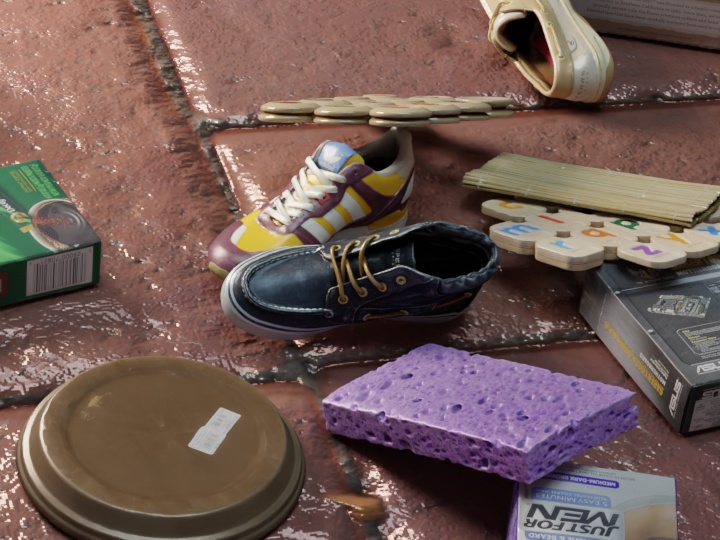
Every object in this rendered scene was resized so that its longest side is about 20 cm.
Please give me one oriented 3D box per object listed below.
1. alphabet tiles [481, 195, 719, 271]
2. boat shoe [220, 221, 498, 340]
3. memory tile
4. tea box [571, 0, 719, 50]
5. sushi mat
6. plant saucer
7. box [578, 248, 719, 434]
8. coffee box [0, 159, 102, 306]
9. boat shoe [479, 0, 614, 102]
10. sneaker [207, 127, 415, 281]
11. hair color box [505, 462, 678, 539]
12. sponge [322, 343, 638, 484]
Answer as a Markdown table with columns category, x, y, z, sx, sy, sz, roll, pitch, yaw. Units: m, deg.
| category | x | y | z | sx | sy | sz | roll | pitch | yaw |
| --- | --- | --- | --- | --- | --- | --- | --- | --- | --- |
| alphabet tiles | 0.200 | -0.035 | 1.796 | 0.199 | 0.015 | 0.195 | -16 | 25 | -41 |
| boat shoe | 0.000 | 0.000 | 1.671 | 0.199 | 0.091 | 0.071 | -4 | 70 | -18 |
| memory tile | 0.025 | -0.131 | 1.850 | 0.152 | 0.017 | 0.200 | 5 | 8 | 29 |
| tea box | 0.288 | -0.320 | 2.157 | 0.198 | 0.134 | 0.197 | 9 | 34 | 1 |
| sushi mat | 0.191 | -0.068 | 1.844 | 0.199 | 0.012 | 0.096 | 10 | 20 | 22 |
| plant saucer | -0.135 | 0.120 | 1.550 | 0.198 | 0.030 | 0.201 | 6 | 35 | -4 |
| box | 0.289 | 0.042 | 1.725 | 0.199 | 0.049 | 0.159 | -10 | 38 | -24 |
| coffee box | -0.305 | -0.018 | 1.691 | 0.199 | 0.044 | 0.123 | -13 | 41 | -28 |
| boat shoe | 0.151 | -0.220 | 2.041 | 0.069 | 0.074 | 0.200 | -7 | 38 | -30 |
| sneaker | -0.039 | -0.054 | 1.756 | 0.075 | 0.091 | 0.199 | 33 | 42 | 31 |
| hair color box | 0.147 | 0.210 | 1.452 | 0.108 | 0.065 | 0.201 | 8 | 37 | -1 |
| sponge | 0.080 | 0.096 | 1.562 | 0.111 | 0.030 | 0.199 | -25 | 24 | -39 |
